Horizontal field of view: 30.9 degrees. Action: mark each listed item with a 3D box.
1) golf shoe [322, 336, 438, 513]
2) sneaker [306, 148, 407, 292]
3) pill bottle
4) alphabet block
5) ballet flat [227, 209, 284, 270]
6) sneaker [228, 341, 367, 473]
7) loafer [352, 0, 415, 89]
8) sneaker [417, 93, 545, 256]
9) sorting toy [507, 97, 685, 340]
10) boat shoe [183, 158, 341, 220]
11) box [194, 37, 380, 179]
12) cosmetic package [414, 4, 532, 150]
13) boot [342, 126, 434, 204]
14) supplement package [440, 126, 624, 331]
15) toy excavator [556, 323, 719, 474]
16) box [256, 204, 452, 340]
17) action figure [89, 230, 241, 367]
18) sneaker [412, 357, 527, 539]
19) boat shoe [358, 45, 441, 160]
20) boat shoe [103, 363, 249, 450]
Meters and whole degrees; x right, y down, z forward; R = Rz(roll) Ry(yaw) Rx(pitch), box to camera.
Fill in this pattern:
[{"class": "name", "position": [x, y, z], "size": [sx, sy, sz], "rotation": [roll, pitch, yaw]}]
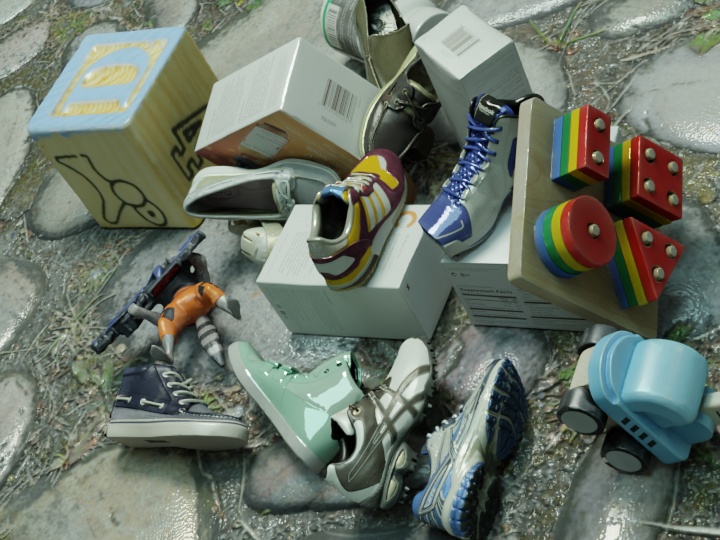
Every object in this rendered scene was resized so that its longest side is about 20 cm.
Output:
[{"class": "golf shoe", "position": [0.020, 0.145, 1.346], "size": [0.094, 0.078, 0.202], "rotation": [22, 57, -8]}, {"class": "sneaker", "position": [-0.005, -0.078, 1.452], "size": [0.074, 0.090, 0.202], "rotation": [-5, 48, 27]}, {"class": "pill bottle", "position": [0.043, -0.332, 1.798], "size": [0.113, 0.114, 0.199], "rotation": [-44, 44, -14]}, {"class": "alphabet block", "position": [-0.305, -0.195, 1.811], "size": [0.193, 0.201, 0.198], "rotation": [3, 52, 32]}, {"class": "ballet flat", "position": [-0.133, -0.042, 1.658], "size": [0.062, 0.068, 0.200], "rotation": [-2, 28, -21]}, {"class": "sneaker", "position": [-0.061, 0.122, 1.453], "size": [0.118, 0.074, 0.200], "rotation": [-43, 52, -3]}, {"class": "loafer", "position": [0.036, -0.277, 1.661], "size": [0.074, 0.070, 0.202], "rotation": [-20, 70, -7]}, {"class": "sneaker", "position": [0.130, -0.121, 1.375], "size": [0.199, 0.116, 0.080], "rotation": [-41, 40, -9]}, {"class": "sorting toy", "position": [0.247, -0.055, 1.304], "size": [0.069, 0.199, 0.201], "rotation": [-21, 54, 48]}, {"class": "boat shoe", "position": [-0.121, -0.092, 1.615], "size": [0.199, 0.075, 0.065], "rotation": [2, 36, 14]}, {"class": "box", "position": [-0.088, -0.185, 1.646], "size": [0.199, 0.151, 0.108], "rotation": [-17, 53, 50]}, {"class": "cosmetic package", "position": [0.151, -0.196, 1.538], "size": [0.081, 0.201, 0.113], "rotation": [-36, 45, -5]}, {"class": "boot", "position": [0.006, -0.122, 1.663], "size": [0.145, 0.070, 0.201], "rotation": [6, 52, 42]}, {"class": "supplement package", "position": [0.203, -0.048, 1.432], "size": [0.154, 0.111, 0.201], "rotation": [2, 52, 32]}, {"class": "toy excavator", "position": [0.310, 0.124, 1.199], "size": [0.199, 0.194, 0.101], "rotation": [-25, 32, 52]}, {"class": "box", "position": [0.000, 0.000, 1.517], "size": [0.198, 0.098, 0.125], "rotation": [2, 51, 33]}, {"class": "action figure", "position": [-0.233, 0.061, 1.609], "size": [0.200, 0.105, 0.194], "rotation": [-44, 26, 3]}, {"class": "sneaker", "position": [0.104, 0.170, 1.311], "size": [0.084, 0.077, 0.201], "rotation": [-1, 50, 35]}, {"class": "boat shoe", "position": [0.063, -0.211, 1.584], "size": [0.202, 0.073, 0.065], "rotation": [-63, 16, -17]}, {"class": "boat shoe", "position": [-0.208, 0.153, 1.499], "size": [0.198, 0.075, 0.094], "rotation": [-2, 68, 30]}]
